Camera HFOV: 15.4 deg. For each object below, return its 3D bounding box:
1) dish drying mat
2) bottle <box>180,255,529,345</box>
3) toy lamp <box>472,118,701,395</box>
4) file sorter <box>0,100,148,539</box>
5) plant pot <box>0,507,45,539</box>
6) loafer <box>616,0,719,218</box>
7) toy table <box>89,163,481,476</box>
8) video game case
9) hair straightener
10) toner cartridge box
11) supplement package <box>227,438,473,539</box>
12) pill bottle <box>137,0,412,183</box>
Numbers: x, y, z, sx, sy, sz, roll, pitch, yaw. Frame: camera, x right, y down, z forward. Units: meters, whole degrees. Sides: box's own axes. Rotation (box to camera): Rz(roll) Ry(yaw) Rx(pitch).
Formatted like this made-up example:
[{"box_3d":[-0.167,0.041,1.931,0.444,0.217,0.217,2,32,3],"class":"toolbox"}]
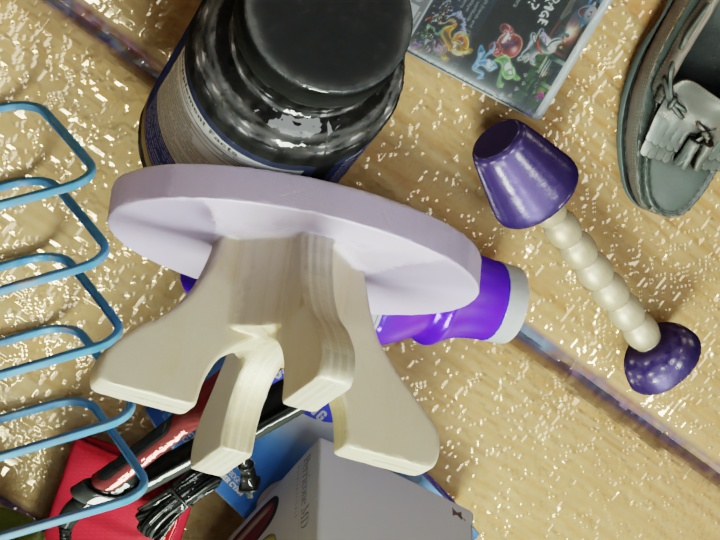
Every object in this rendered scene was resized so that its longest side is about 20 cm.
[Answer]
[{"box_3d":[-0.158,0.192,1.550,0.077,0.018,0.200,19,114,-4],"class":"dish drying mat"},{"box_3d":[0.000,0.000,1.515,0.200,0.065,0.084,12,94,-26],"class":"bottle"},{"box_3d":[0.132,-0.010,1.569,0.058,0.058,0.200,-41,122,0],"class":"toy lamp"},{"box_3d":[-0.197,0.027,1.415,0.123,0.139,0.200,-16,118,-18],"class":"file sorter"},{"box_3d":[-0.233,0.237,1.477,0.200,0.200,0.193,-6,103,-19],"class":"plant pot"},{"box_3d":[0.201,-0.119,1.541,0.072,0.063,0.200,6,110,-23],"class":"loafer"},{"box_3d":[-0.038,0.028,1.363,0.200,0.184,0.117,11,68,-9],"class":"toy table"},{"box_3d":[0.078,-0.206,1.480,0.182,0.023,0.200,26,101,-28],"class":"video game case"},{"box_3d":[-0.085,0.110,1.484,0.200,0.041,0.077,-39,119,4],"class":"hair straightener"},{"box_3d":[-0.026,0.120,1.573,0.095,0.043,0.200,-43,120,1],"class":"toner cartridge box"},{"box_3d":[-0.034,0.212,1.527,0.109,0.114,0.200,27,124,-21],"class":"supplement package"},{"box_3d":[-0.042,-0.095,1.364,0.112,0.200,0.112,5,71,-16],"class":"pill bottle"}]
